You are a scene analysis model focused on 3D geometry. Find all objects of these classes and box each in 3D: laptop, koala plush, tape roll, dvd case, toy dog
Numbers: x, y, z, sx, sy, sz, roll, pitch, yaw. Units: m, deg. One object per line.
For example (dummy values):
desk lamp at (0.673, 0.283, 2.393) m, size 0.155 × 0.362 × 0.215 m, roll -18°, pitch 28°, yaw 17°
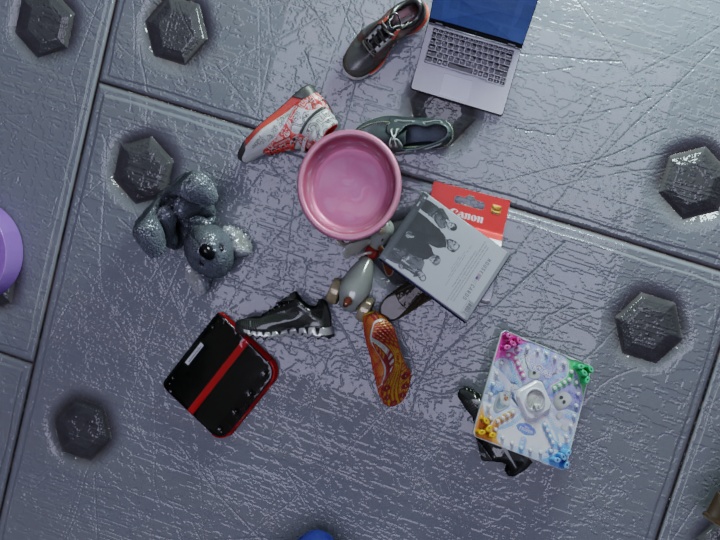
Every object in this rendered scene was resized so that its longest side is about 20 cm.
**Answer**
laptop at (0.202, -0.411, 1.354) m, size 0.182 × 0.116 × 0.205 m, roll 17°, pitch 96°, yaw 5°
koala plush at (-0.312, -0.069, 1.434) m, size 0.177 × 0.184 × 0.201 m, roll -43°, pitch 110°, yaw -4°
tape roll at (-0.792, -0.039, 1.518) m, size 0.194 × 0.066 × 0.206 m, roll 0°, pitch 95°, yaw 5°
dvd case at (0.152, -0.025, 1.362) m, size 0.198 × 0.025 × 0.152 m, roll 36°, pitch 83°, yaw 7°
toy dog at (0.000, 0.000, 1.418) m, size 0.128 × 0.096 × 0.206 m, roll 5°, pitch 95°, yaw 5°

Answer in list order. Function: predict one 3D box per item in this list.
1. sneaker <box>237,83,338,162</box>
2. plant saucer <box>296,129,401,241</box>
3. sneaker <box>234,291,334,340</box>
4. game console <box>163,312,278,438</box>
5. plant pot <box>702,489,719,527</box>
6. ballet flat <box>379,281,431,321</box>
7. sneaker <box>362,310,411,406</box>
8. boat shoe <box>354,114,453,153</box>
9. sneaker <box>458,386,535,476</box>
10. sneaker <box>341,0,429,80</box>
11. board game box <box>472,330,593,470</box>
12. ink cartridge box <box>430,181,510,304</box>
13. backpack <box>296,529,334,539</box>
sneaker at (-0.135, -0.248, 1.428) m, size 0.200 × 0.067 × 0.109 m, roll -41°, pitch 87°, yaw 5°
plant saucer at (-0.020, -0.156, 1.397) m, size 0.194 × 0.051 × 0.207 m, roll 0°, pitch 86°, yaw 4°
sneaker at (-0.148, 0.087, 1.460) m, size 0.194 × 0.066 × 0.093 m, roll 0°, pitch 92°, yaw 2°
game console at (-0.279, 0.215, 1.503) m, size 0.176 × 0.031 × 0.201 m, roll 41°, pitch 97°, yaw 6°
plant pot at (0.744, 0.390, 1.329) m, size 0.196 × 0.200 × 0.203 m, roll 23°, pitch 89°, yaw 4°
ballet flat at (0.122, 0.036, 1.439) m, size 0.197 × 0.046 × 0.068 m, roll -33°, pitch 80°, yaw 2°
sneaker at (0.050, 0.168, 1.438) m, size 0.071 × 0.077 × 0.205 m, roll -15°, pitch 115°, yaw -13°
boat shoe at (0.078, -0.257, 1.406) m, size 0.194 × 0.062 × 0.075 m, roll 0°, pitch 96°, yaw 7°
sneaker at (0.247, 0.314, 1.424) m, size 0.200 × 0.066 × 0.091 m, roll 44°, pitch 95°, yaw -1°
sneaker at (0.040, -0.440, 1.386) m, size 0.199 × 0.082 × 0.077 m, roll -42°, pitch 89°, yaw 7°
board game box at (0.324, 0.241, 1.387) m, size 0.196 × 0.026 × 0.205 m, roll 21°, pitch 79°, yaw -10°
ink cartridge box at (0.188, -0.056, 1.398) m, size 0.157 × 0.050 × 0.206 m, roll 14°, pitch 85°, yaw 4°
backpack at (-0.112, 0.602, 1.443) m, size 0.199 × 0.168 × 0.163 m, roll -41°, pitch 92°, yaw 4°
